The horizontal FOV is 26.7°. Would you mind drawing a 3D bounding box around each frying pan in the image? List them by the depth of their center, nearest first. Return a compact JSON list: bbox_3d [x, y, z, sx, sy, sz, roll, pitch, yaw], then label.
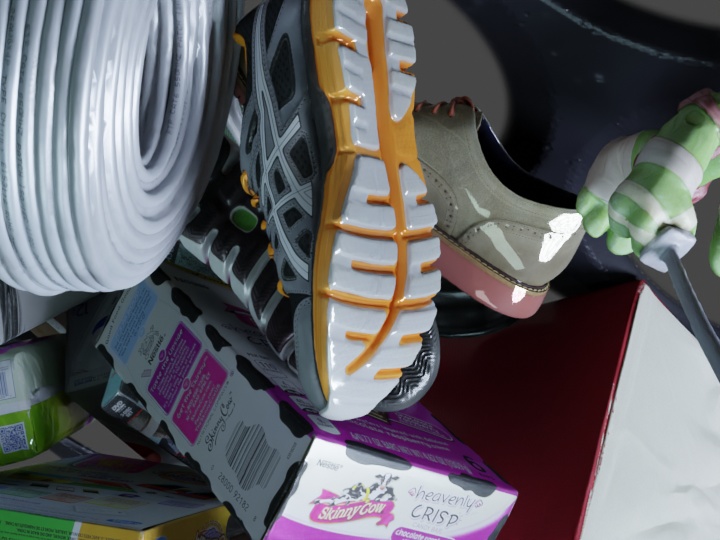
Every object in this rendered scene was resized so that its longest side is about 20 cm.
[{"bbox_3d":[0.012,0.009,0.860,0.189,0.031,0.115,-17,137,37],"label":"frying pan"}]

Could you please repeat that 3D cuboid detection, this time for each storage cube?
[{"bbox_3d":[0.120,0.139,0.859,0.179,0.202,0.171,-18,131,45],"label":"storage cube"}]

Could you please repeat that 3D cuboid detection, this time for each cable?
[{"bbox_3d":[-0.106,-0.087,0.636,0.068,0.202,0.201,10,153,8],"label":"cable"}]

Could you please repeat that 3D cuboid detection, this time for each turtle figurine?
[{"bbox_3d":[0.160,-0.010,0.589,0.194,0.142,0.202,149,101,-79],"label":"turtle figurine"}]

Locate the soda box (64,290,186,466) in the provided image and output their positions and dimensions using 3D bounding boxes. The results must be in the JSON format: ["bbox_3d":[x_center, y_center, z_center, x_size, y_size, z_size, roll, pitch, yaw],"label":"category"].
[{"bbox_3d":[-0.114,0.084,0.975,0.067,0.064,0.200,-15,147,13],"label":"soda box"}]

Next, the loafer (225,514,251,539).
[{"bbox_3d":[-0.005,0.197,0.776,0.073,0.072,0.200,-17,131,45],"label":"loafer"}]

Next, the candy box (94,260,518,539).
[{"bbox_3d":[-0.032,0.072,0.763,0.136,0.061,0.200,21,-169,-39],"label":"candy box"}]

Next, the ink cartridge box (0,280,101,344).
[{"bbox_3d":[-0.259,0.009,0.850,0.144,0.200,0.085,-8,101,27],"label":"ink cartridge box"}]

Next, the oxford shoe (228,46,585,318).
[{"bbox_3d":[0.024,-0.064,0.742,0.199,0.071,0.075,35,116,-4],"label":"oxford shoe"}]

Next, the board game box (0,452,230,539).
[{"bbox_3d":[-0.141,0.143,0.865,0.151,0.041,0.200,5,-179,22],"label":"board game box"}]

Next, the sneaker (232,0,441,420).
[{"bbox_3d":[-0.016,-0.034,0.677,0.077,0.203,0.078,-7,169,36],"label":"sneaker"}]

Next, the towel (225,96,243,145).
[{"bbox_3d":[-0.120,-0.066,0.880,0.198,0.031,0.150,10,147,32],"label":"towel"}]

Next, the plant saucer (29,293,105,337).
[{"bbox_3d":[-0.204,0.011,1.025,0.199,0.030,0.201,32,154,17],"label":"plant saucer"}]

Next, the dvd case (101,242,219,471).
[{"bbox_3d":[-0.055,0.078,0.894,0.199,0.147,0.022,37,125,-22],"label":"dvd case"}]

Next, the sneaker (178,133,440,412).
[{"bbox_3d":[-0.029,-0.001,0.765,0.200,0.076,0.116,43,179,19],"label":"sneaker"}]

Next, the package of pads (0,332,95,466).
[{"bbox_3d":[-0.252,0.086,0.921,0.153,0.069,0.200,-13,180,1],"label":"package of pads"}]
